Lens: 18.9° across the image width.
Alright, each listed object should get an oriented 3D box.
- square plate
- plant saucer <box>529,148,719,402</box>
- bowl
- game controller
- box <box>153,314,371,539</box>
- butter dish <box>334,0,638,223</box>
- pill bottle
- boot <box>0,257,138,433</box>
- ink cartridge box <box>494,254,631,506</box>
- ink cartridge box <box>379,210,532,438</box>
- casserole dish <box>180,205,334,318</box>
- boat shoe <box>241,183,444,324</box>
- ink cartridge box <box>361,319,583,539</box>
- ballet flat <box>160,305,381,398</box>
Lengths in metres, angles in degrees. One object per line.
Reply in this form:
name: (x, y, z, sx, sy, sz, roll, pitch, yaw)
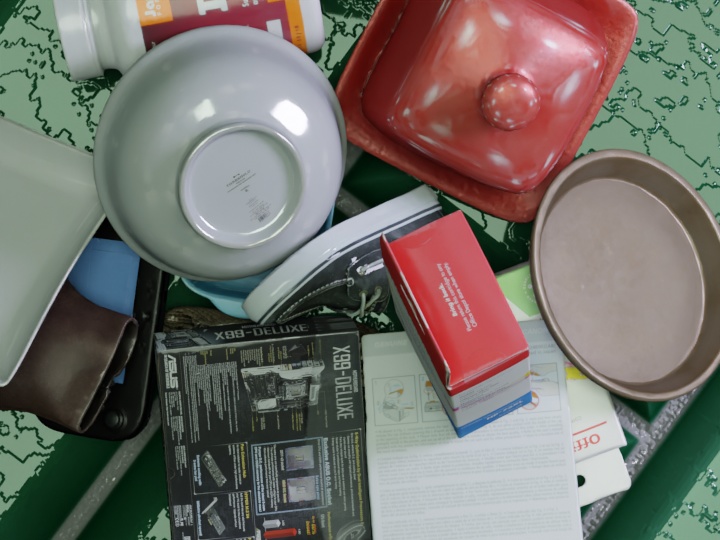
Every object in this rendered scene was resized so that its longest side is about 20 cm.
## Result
square plate: (-0.304, -0.027, 1.664, 0.197, 0.028, 0.201, 23, 68, 15)
plant saucer: (0.209, 0.005, 1.687, 0.199, 0.029, 0.202, 9, 72, -30)
bowl: (-0.096, -0.075, 1.616, 0.200, 0.090, 0.203, -4, 110, -13)
game controller: (-0.202, 0.030, 1.699, 0.104, 0.042, 0.202, 7, 89, 13)
box: (-0.075, 0.142, 1.681, 0.156, 0.050, 0.202, -6, 104, -7)
butter dish: (0.102, -0.142, 1.643, 0.198, 0.148, 0.201, 26, 102, -13)
pill bottle: (-0.133, -0.206, 1.673, 0.198, 0.113, 0.114, -12, 91, -2)
boot: (-0.281, 0.086, 1.663, 0.166, 0.072, 0.201, 27, 82, 25)
ink cartridge box: (0.135, 0.099, 1.707, 0.116, 0.067, 0.201, -21, 91, -1)
ink cartridge box: (0.070, 0.036, 1.563, 0.067, 0.200, 0.117, -25, 73, -3)
casserole dish: (-0.080, -0.063, 1.712, 0.120, 0.039, 0.202, 8, 91, -4)
boat shoe: (0.000, 0.000, 1.663, 0.199, 0.072, 0.071, -30, 83, -32)
ink cartridge box: (0.085, 0.145, 1.662, 0.159, 0.047, 0.202, -5, 75, 3)
ballet flat: (-0.066, 0.063, 1.710, 0.198, 0.046, 0.068, 11, 90, -2)
